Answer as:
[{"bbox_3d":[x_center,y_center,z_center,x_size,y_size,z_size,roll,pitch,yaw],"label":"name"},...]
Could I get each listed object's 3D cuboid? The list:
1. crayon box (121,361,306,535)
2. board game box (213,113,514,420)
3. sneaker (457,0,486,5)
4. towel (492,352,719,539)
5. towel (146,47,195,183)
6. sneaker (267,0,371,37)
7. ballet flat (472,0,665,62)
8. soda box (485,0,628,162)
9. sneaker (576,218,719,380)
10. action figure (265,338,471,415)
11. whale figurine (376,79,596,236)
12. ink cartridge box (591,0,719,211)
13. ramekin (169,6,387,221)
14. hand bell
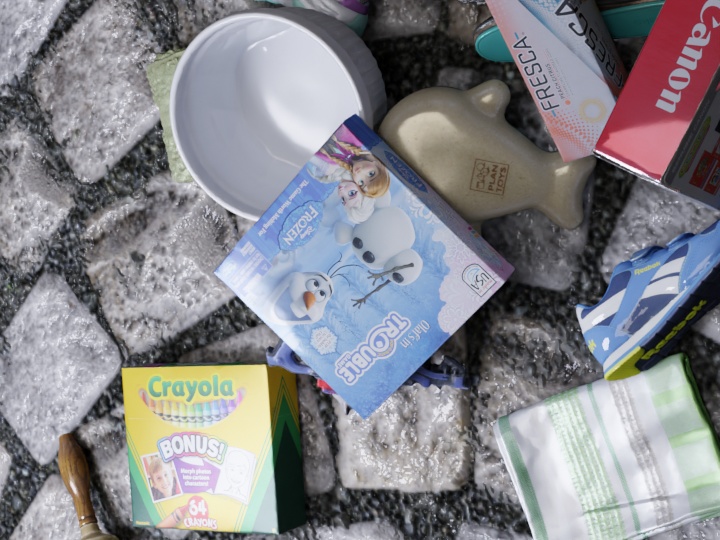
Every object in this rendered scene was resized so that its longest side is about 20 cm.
[{"bbox_3d":[-0.158,0.185,1.455,0.199,0.058,0.174,-4,92,32],"label":"crayon box"},{"bbox_3d":[0.000,0.000,1.237,0.199,0.043,0.200,43,116,1],"label":"board game box"},{"bbox_3d":[0.064,-0.333,1.277,0.104,0.060,0.201,-16,87,29],"label":"sneaker"},{"bbox_3d":[0.224,0.173,1.231,0.199,0.031,0.150,-25,81,31],"label":"towel"},{"bbox_3d":[-0.129,-0.169,1.417,0.199,0.036,0.149,-9,96,32],"label":"towel"},{"bbox_3d":[-0.059,-0.323,1.349,0.199,0.078,0.141,29,107,17],"label":"sneaker"},{"bbox_3d":[0.196,-0.228,1.198,0.199,0.068,0.069,-5,58,22],"label":"ballet flat"},{"bbox_3d":[0.165,-0.193,1.143,0.068,0.064,0.201,-16,119,29],"label":"soda box"},{"bbox_3d":[0.262,0.005,1.168,0.200,0.074,0.082,-45,58,20],"label":"sneaker"},{"bbox_3d":[0.019,0.051,1.334,0.199,0.105,0.195,14,110,5],"label":"action figure"},{"bbox_3d":[0.112,-0.097,1.255,0.199,0.104,0.160,11,106,7],"label":"whale figurine"},{"bbox_3d":[0.271,-0.161,1.074,0.084,0.175,0.201,29,100,27],"label":"ink cartridge box"},{"bbox_3d":[-0.070,-0.153,1.295,0.199,0.105,0.201,8,113,19],"label":"ramekin"},{"bbox_3d":[-0.312,0.280,1.559,0.104,0.104,0.201,-35,64,29],"label":"hand bell"}]
